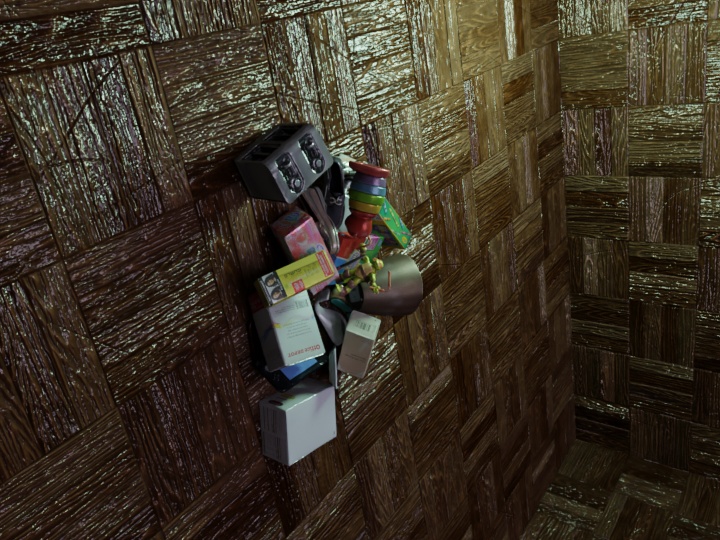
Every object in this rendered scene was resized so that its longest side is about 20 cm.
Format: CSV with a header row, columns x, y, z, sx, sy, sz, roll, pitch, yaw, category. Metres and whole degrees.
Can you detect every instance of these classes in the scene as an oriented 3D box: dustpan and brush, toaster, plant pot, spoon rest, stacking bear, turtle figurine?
x,y,z,sx,sy,sz,roll,pitch,yaw,category
-0.056,-0.203,1.821,0.139,0.056,0.203,43,68,-37,dustpan and brush
-0.193,-0.265,1.528,0.181,0.197,0.121,-45,127,-27,toaster
0.055,0.056,1.856,0.196,0.184,0.194,-9,104,-38,plant pot
-0.088,0.137,1.825,0.101,0.059,0.203,-79,157,-44,spoon rest
0.009,-0.189,1.724,0.121,0.110,0.207,-26,130,-73,stacking bear
0.000,0.000,1.750,0.065,0.157,0.204,57,11,-63,turtle figurine

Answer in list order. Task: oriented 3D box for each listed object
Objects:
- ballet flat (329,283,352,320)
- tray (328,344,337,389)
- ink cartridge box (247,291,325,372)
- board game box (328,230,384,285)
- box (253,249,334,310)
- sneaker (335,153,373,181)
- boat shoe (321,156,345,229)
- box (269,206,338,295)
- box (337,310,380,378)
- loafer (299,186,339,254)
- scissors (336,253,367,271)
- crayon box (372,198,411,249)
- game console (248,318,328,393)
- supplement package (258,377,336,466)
x,y,z,sx,sy,sz,roll,pitch,yaw,category
-0.025,0.108,1.898,0.201,0.067,0.065,50,44,-45,ballet flat
-0.079,0.276,1.798,0.200,0.021,0.111,134,-46,-87,tray
-0.192,0.143,1.603,0.143,0.082,0.206,-10,79,-47,ink cartridge box
-0.027,-0.039,1.841,0.197,0.040,0.157,-7,126,-51,board game box
-0.164,0.022,1.554,0.196,0.050,0.077,-24,86,-29,box
-0.032,-0.305,1.801,0.197,0.073,0.082,-13,78,-48,sneaker
-0.075,-0.208,1.701,0.063,0.070,0.207,-97,-170,-77,boat shoe
-0.148,-0.052,1.656,0.094,0.102,0.203,-35,125,-15,box
-0.007,0.221,1.836,0.203,0.092,0.079,101,8,-47,box
-0.117,-0.133,1.687,0.061,0.072,0.205,-9,68,-32,loafer
-0.071,0.005,1.721,0.014,0.195,0.074,60,25,-30,scissors
0.063,-0.147,1.924,0.200,0.116,0.059,48,60,-45,crayon box
-0.187,0.194,1.658,0.198,0.171,0.121,-28,150,-45,game console
-0.171,0.413,1.721,0.197,0.108,0.161,-18,110,-50,supplement package
